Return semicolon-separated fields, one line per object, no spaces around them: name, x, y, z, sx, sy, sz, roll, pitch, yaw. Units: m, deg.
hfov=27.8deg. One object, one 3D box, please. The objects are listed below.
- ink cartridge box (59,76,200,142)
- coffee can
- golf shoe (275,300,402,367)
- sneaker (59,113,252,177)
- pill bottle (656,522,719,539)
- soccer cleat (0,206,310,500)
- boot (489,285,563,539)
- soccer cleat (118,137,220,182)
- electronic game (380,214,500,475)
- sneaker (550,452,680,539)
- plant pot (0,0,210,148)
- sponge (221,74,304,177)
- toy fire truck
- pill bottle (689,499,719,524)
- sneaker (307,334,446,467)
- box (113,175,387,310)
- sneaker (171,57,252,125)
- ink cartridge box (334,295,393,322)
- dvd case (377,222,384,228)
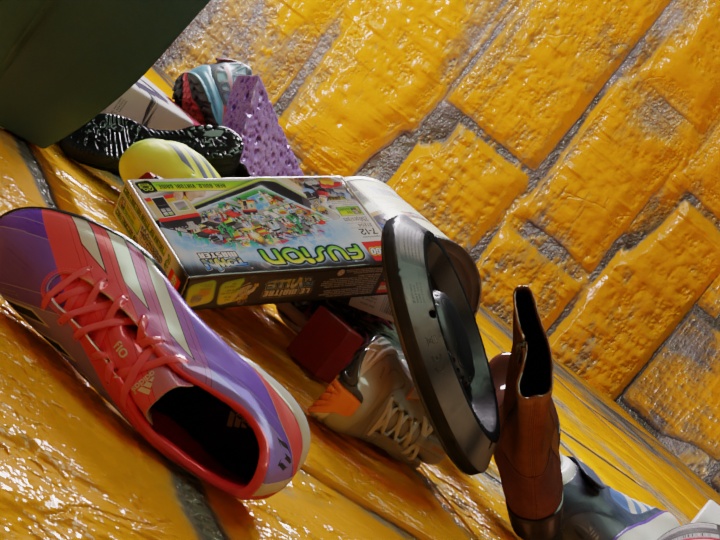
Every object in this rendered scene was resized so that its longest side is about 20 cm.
ink cartridge box;-0.258;-0.167;1.426;0.145;0.084;0.200;40;5;26
coffee can;0.024;-0.003;1.593;0.146;0.146;0.200;35;5;-31
golf shoe;0.009;0.076;1.312;0.200;0.073;0.092;27;-39;8
sneaker;-0.182;-0.086;1.350;0.200;0.104;0.060;2;50;-18
pill bottle;0.277;0.262;1.174;0.111;0.111;0.200;39;5;13
soccer cleat;-0.110;0.039;0.720;0.200;0.068;0.073;41;9;2
boot;0.123;0.088;1.160;0.200;0.068;0.188;79;11;-45
soccer cleat;-0.132;-0.049;1.291;0.200;0.065;0.084;42;2;-44
electronic game;0.058;0.054;1.078;0.200;0.042;0.200;-18;90;-77
sneaker;0.201;0.207;1.305;0.146;0.081;0.200;44;12;21
plant pot;-0.255;-0.215;1.212;0.141;0.200;0.141;41;5;35
sponge;-0.100;-0.097;1.498;0.030;0.112;0.200;2;-29;16
toy fire truck;-0.100;0.003;1.199;0.200;0.049;0.141;41;5;40
pill bottle;0.390;0.322;1.409;0.200;0.116;0.116;40;5;16
sneaker;0.028;0.105;1.076;0.092;0.076;0.200;44;7;11
box;-0.073;-0.024;1.101;0.200;0.035;0.110;-4;45;-39
sneaker;-0.126;-0.130;1.547;0.079;0.096;0.200;22;-47;44
ink cartridge box;0.000;0.000;1.274;0.095;0.037;0.200;21;11;-2
dvd case;-0.021;-0.036;1.276;0.143;0.018;0.200;19;8;-13
